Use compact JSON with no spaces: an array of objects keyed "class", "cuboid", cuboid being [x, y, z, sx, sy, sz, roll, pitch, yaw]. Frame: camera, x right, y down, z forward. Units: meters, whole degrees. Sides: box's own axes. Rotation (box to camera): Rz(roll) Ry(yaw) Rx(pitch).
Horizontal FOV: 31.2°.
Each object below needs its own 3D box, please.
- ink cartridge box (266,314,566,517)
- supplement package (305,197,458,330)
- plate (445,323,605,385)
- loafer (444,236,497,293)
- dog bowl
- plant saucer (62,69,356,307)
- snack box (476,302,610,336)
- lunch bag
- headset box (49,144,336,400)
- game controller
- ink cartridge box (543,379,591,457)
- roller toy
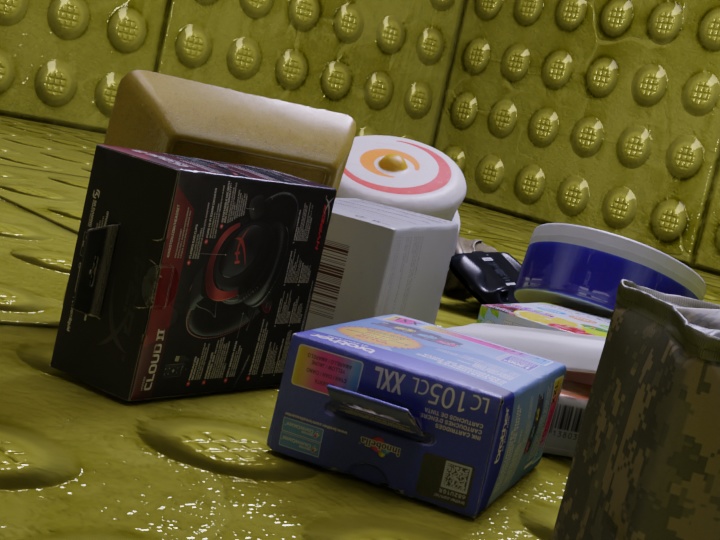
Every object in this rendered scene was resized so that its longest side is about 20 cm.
[{"class":"ink cartridge box","cuboid":[0.035,0.084,0.788,0.136,0.077,0.200,15,9,19]},{"class":"supplement package","cuboid":[0.000,0.000,1.198,0.117,0.118,0.200,15,7,19]},{"class":"plate","cuboid":[0.169,0.073,1.007,0.199,0.033,0.200,7,-8,28]},{"class":"loafer","cuboid":[0.147,-0.009,1.697,0.067,0.076,0.200,7,7,5]},{"class":"dog bowl","cuboid":[0.273,0.023,1.426,0.199,0.079,0.200,21,-9,4]},{"class":"plant saucer","cuboid":[-0.105,-0.034,0.983,0.199,0.201,0.048,8,19,-31]},{"class":"snack box","cuboid":[0.213,0.072,1.270,0.142,0.053,0.200,18,8,29]},{"class":"lunch bag","cuboid":[0.186,0.106,0.509,0.199,0.165,0.118,12,9,-8]},{"class":"headset box","cuboid":[-0.112,0.001,0.858,0.075,0.149,0.200,18,9,30]},{"class":"game controller","cuboid":[0.171,0.018,1.571,0.104,0.042,0.200,40,16,19]},{"class":"ink cartridge box","cuboid":[0.171,0.100,1.002,0.161,0.050,0.200,11,10,-15]},{"class":"roller toy","cuboid":[0.029,-0.077,1.542,0.182,0.140,0.200,-17,40,-35]}]
